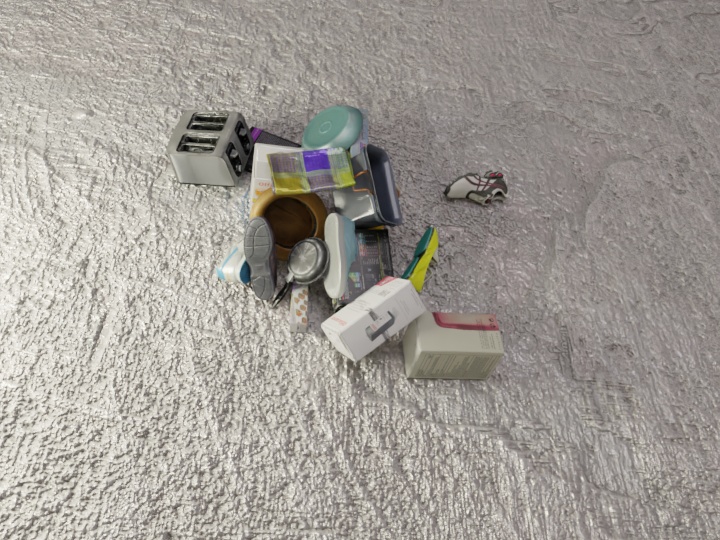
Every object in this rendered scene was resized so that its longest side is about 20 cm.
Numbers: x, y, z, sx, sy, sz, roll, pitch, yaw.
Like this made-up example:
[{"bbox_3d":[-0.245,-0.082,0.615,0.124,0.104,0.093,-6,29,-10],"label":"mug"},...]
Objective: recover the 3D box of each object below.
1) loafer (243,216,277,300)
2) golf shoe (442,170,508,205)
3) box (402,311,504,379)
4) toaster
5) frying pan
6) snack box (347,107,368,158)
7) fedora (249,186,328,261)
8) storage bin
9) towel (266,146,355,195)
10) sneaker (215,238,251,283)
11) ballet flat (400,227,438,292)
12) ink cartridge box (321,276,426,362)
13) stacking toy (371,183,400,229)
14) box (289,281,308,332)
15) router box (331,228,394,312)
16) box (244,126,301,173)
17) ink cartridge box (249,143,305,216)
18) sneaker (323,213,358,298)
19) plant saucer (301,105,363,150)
[{"bbox_3d":[-0.227,-0.033,1.585,0.072,0.201,0.063,1,18,12],"label":"loafer"},{"bbox_3d":[0.333,-0.229,1.933,0.199,0.077,0.088,-12,64,-21],"label":"golf shoe"},{"bbox_3d":[0.209,0.173,1.563,0.199,0.128,0.109,4,52,-11],"label":"box"},{"bbox_3d":[-0.396,-0.318,1.774,0.199,0.119,0.181,5,53,11],"label":"toaster"},{"bbox_3d":[-0.157,-0.006,1.597,0.190,0.031,0.115,-32,59,16],"label":"frying pan"},{"bbox_3d":[-0.014,-0.329,1.881,0.053,0.142,0.200,6,52,-9],"label":"snack box"},{"bbox_3d":[-0.177,-0.122,1.641,0.200,0.201,0.082,-9,22,-20],"label":"fedora"},{"bbox_3d":[0.000,-0.190,1.673,0.145,0.134,0.201,7,68,-60],"label":"storage bin"},{"bbox_3d":[-0.117,-0.235,1.597,0.199,0.023,0.144,-5,49,-7],"label":"towel"},{"bbox_3d":[-0.277,-0.048,1.648,0.081,0.077,0.200,4,37,21],"label":"sneaker"},{"bbox_3d":[0.165,-0.023,1.751,0.067,0.067,0.200,38,54,-11],"label":"ballet flat"},{"bbox_3d":[0.026,0.105,1.520,0.200,0.146,0.085,-34,103,-13],"label":"ink cartridge box"},{"bbox_3d":[0.024,-0.137,1.776,0.146,0.146,0.201,10,70,-6],"label":"stacking toy"},{"bbox_3d":[-0.145,0.054,1.624,0.039,0.041,0.200,6,53,-9],"label":"box"},{"bbox_3d":[0.000,0.000,1.656,0.149,0.062,0.201,-1,70,-15],"label":"router box"},{"bbox_3d":[-0.239,-0.311,1.882,0.199,0.036,0.143,21,52,4],"label":"box"},{"bbox_3d":[-0.210,-0.218,1.712,0.128,0.200,0.126,4,53,-10],"label":"ink cartridge box"},{"bbox_3d":[-0.035,-0.032,1.589,0.082,0.074,0.201,8,79,-36],"label":"sneaker"},{"bbox_3d":[-0.087,-0.380,1.848,0.200,0.036,0.200,-20,48,24],"label":"plant saucer"}]
